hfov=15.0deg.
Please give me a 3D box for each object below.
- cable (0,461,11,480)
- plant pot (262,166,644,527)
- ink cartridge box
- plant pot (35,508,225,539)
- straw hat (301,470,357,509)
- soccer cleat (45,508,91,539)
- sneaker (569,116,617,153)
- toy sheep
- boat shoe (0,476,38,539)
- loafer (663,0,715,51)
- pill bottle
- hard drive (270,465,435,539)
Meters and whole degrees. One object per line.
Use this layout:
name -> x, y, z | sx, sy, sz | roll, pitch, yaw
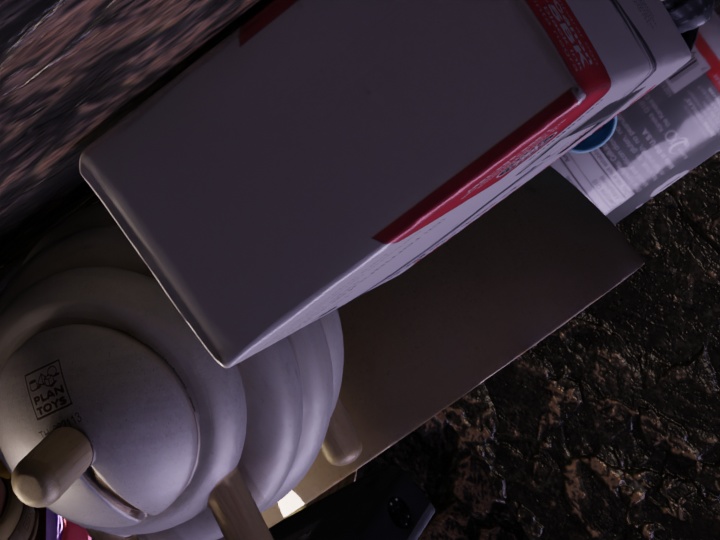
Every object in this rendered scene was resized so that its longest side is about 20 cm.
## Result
cable -> -0.192, 0.111, 1.234 | 0.097, 0.050, 0.200 | -10, -154, 27
plant pot -> 0.000, 0.000, 1.157 | 0.200, 0.135, 0.200 | -35, 178, -1
ink cartridge box -> 0.017, -0.055, 0.902 | 0.147, 0.083, 0.200 | -37, 177, 19
plant pot -> -0.138, 0.159, 1.369 | 0.198, 0.201, 0.200 | -28, 176, -12
straw hat -> -0.057, 0.058, 1.478 | 0.085, 0.202, 0.201 | 8, 165, -14
soccer cleat -> -0.115, 0.071, 1.207 | 0.066, 0.077, 0.201 | -10, 125, -16
sneaker -> 0.072, -0.081, 1.198 | 0.074, 0.082, 0.200 | -34, 178, -1
toy sheep -> -0.069, 0.038, 0.964 | 0.138, 0.138, 0.200 | -36, -174, 23
boat shoe -> -0.217, 0.101, 0.992 | 0.199, 0.068, 0.072 | -19, -149, 16
loafer -> 0.121, -0.118, 1.276 | 0.068, 0.071, 0.201 | -34, 178, -8
pill bottle -> 0.129, -0.082, 1.588 | 0.200, 0.114, 0.114 | -35, 178, 11
hard drive -> -0.061, 0.167, 1.105 | 0.139, 0.033, 0.200 | -31, -167, 36
